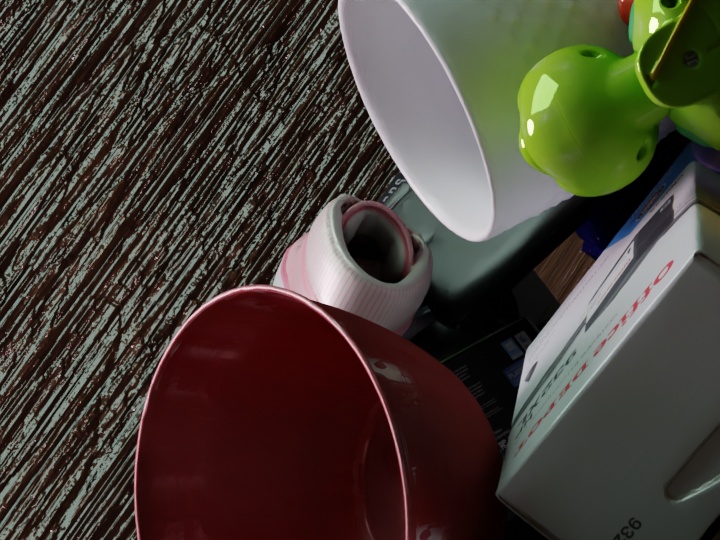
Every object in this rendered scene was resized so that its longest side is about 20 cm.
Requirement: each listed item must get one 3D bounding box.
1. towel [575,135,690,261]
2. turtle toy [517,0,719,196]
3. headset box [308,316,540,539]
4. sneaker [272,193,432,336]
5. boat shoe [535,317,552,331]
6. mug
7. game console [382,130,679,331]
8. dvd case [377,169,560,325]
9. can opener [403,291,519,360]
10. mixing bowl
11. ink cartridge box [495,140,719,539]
[{"bbox_3d":[0.209,-0.081,1.352,0.200,0.049,0.148,-55,16,-3],"label":"towel"},{"bbox_3d":[0.162,-0.100,1.044,0.199,0.146,0.101,-26,-2,-13],"label":"turtle toy"},{"bbox_3d":[0.017,0.139,1.271,0.174,0.093,0.200,-27,-16,-39],"label":"headset box"},{"bbox_3d":[0.000,0.000,1.265,0.105,0.075,0.200,-63,6,21],"label":"sneaker"},{"bbox_3d":[0.118,0.057,1.330,0.200,0.068,0.072,-52,6,47],"label":"boat shoe"},{"bbox_3d":[0.094,-0.114,1.178,0.175,0.148,0.200,-28,-1,-15],"label":"mug"},{"bbox_3d":[0.123,-0.058,1.317,0.200,0.116,0.176,-44,38,14],"label":"game console"},{"bbox_3d":[0.054,0.042,1.451,0.025,0.200,0.151,11,59,47],"label":"dvd case"},{"bbox_3d":[0.006,0.065,1.356,0.200,0.064,0.079,-29,-33,16],"label":"can opener"},{"bbox_3d":[-0.004,0.106,1.070,0.108,0.201,0.200,-1,-38,-40],"label":"mixing bowl"},{"bbox_3d":[0.141,0.040,1.068,0.145,0.084,0.200,-52,4,18],"label":"ink cartridge box"}]
